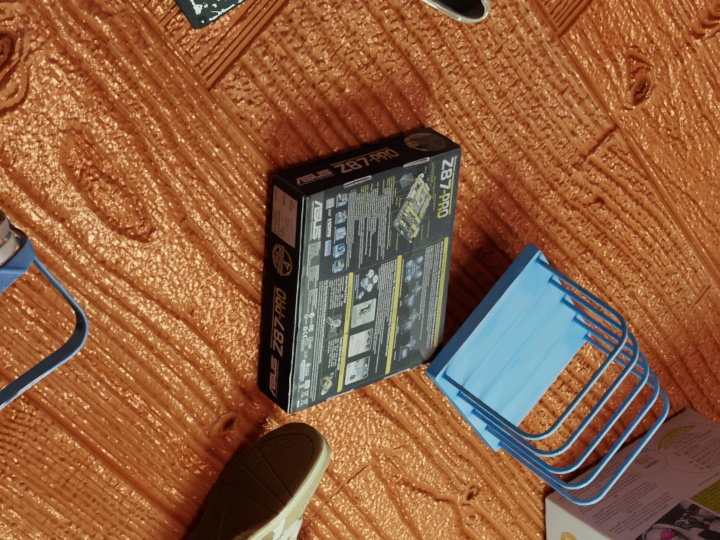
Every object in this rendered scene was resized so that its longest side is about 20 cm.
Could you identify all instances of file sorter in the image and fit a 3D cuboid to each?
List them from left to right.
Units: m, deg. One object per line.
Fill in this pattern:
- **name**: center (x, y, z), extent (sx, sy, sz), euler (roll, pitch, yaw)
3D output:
- **file sorter**: center (0.168, 0.096, 1.854), extent (0.139, 0.123, 0.200), euler (-51, 151, -6)

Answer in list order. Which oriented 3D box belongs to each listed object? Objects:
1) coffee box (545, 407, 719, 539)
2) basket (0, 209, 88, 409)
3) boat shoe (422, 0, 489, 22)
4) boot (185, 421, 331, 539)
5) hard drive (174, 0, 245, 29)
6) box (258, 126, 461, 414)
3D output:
- **coffee box**: center (0.314, 0.288, 2.084), extent (0.200, 0.198, 0.200), euler (-28, 130, -30)
- **basket**: center (-0.289, 0.025, 1.402), extent (0.176, 0.139, 0.200), euler (-43, 127, -16)
- **boat shoe**: center (0.039, -0.250, 1.575), extent (0.075, 0.068, 0.200), euler (-37, 140, 16)
- **boot**: center (-0.060, 0.224, 1.791), extent (0.155, 0.072, 0.200), euler (28, 100, -48)
- **hard drive**: center (-0.097, -0.267, 1.452), extent (0.140, 0.033, 0.200), euler (-33, 135, -1)
- **box**: center (0.000, 0.000, 1.724), extent (0.161, 0.049, 0.200), euler (-18, 127, -33)
